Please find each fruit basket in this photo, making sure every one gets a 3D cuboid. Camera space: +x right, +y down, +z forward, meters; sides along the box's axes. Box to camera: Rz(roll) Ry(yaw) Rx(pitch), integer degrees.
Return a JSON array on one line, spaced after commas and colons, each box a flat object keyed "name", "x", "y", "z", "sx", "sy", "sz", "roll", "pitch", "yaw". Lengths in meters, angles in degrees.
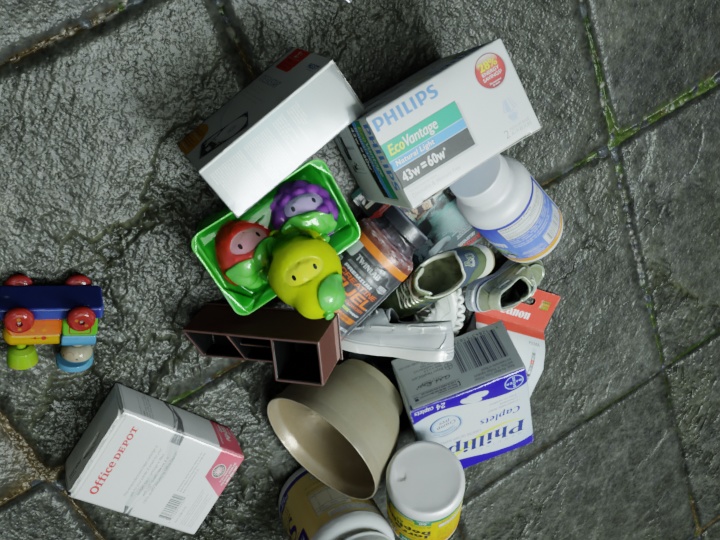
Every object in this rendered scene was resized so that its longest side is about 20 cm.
[{"name": "fruit basket", "x": -0.095, "y": -0.029, "z": 0.981, "sx": 0.215, "sy": 0.216, "sz": 0.156, "roll": -34, "pitch": 121, "yaw": -8}]

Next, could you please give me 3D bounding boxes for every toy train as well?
[{"name": "toy train", "x": -0.427, "y": 0.074, "z": 0.951, "sx": 0.199, "sy": 0.085, "sz": 0.116, "roll": 0, "pitch": 124, "yaw": -24}]

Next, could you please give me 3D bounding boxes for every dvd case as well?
[{"name": "dvd case", "x": 0.094, "y": -0.084, "z": 1.146, "sx": 0.146, "sy": 0.022, "sz": 0.200, "roll": -41, "pitch": 120, "yaw": -3}]

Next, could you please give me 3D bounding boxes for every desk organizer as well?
[{"name": "desk organizer", "x": -0.131, "y": 0.097, "z": 1.026, "sx": 0.199, "sy": 0.077, "sz": 0.072, "roll": 3, "pitch": 115, "yaw": 16}]

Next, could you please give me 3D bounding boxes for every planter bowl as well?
[{"name": "planter bowl", "x": -0.021, "y": 0.218, "z": 1.137, "sx": 0.135, "sy": 0.199, "sz": 0.201, "roll": -46, "pitch": 126, "yaw": -33}]

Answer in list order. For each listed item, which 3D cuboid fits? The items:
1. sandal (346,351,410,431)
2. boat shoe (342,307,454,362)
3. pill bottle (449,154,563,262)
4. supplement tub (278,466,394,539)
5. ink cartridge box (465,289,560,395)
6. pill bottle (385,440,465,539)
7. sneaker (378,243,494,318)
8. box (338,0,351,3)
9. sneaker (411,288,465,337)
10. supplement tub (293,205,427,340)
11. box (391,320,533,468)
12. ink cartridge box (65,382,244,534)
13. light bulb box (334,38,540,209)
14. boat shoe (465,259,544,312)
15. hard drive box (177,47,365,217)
[{"name": "sandal", "x": 0.046, "y": 0.185, "z": 1.220, "sx": 0.075, "sy": 0.048, "sz": 0.201, "roll": -37, "pitch": 121, "yaw": -6}, {"name": "boat shoe", "x": 0.040, "y": 0.089, "z": 1.117, "sx": 0.072, "sy": 0.199, "sz": 0.069, "roll": -3, "pitch": 97, "yaw": -61}, {"name": "pill bottle", "x": 0.208, "y": -0.097, "z": 1.110, "sx": 0.112, "sy": 0.112, "sz": 0.200, "roll": -53, "pitch": 137, "yaw": 4}, {"name": "supplement tub", "x": -0.034, "y": 0.404, "z": 1.185, "sx": 0.144, "sy": 0.200, "sz": 0.146, "roll": -9, "pitch": 114, "yaw": -20}, {"name": "ink cartridge box", "x": 0.250, "y": 0.124, "z": 1.286, "sx": 0.161, "sy": 0.050, "sz": 0.201, "roll": 16, "pitch": 107, "yaw": -29}, {"name": "pill bottle", "x": 0.093, "y": 0.340, "z": 1.130, "sx": 0.112, "sy": 0.113, "sz": 0.200, "roll": -24, "pitch": 148, "yaw": -13}, {"name": "sneaker", "x": 0.089, "y": 0.017, "z": 1.098, "sx": 0.200, "sy": 0.067, "sz": 0.090, "roll": -28, "pitch": 171, "yaw": 31}, {"name": "box", "x": -0.027, "y": -0.456, "z": 0.927, "sx": 0.155, "sy": 0.041, "sz": 0.201, "roll": 26, "pitch": 98, "yaw": -30}, {"name": "sneaker", "x": 0.109, "y": 0.086, "z": 1.182, "sx": 0.081, "sy": 0.075, "sz": 0.201, "roll": -7, "pitch": 119, "yaw": -22}, {"name": "supplement tub", "x": 0.000, "y": 0.000, "z": 1.077, "sx": 0.200, "sy": 0.107, "sz": 0.107, "roll": -45, "pitch": 122, "yaw": 7}, {"name": "box", "x": 0.161, "y": 0.204, "z": 1.182, "sx": 0.183, "sy": 0.105, "sz": 0.201, "roll": -20, "pitch": 134, "yaw": -2}, {"name": "ink cartridge box", "x": -0.291, "y": 0.268, "z": 1.083, "sx": 0.199, "sy": 0.085, "sz": 0.146, "roll": 31, "pitch": 96, "yaw": -33}, {"name": "light bulb box", "x": 0.087, "y": -0.185, "z": 0.984, "sx": 0.198, "sy": 0.200, "sz": 0.125, "roll": -32, "pitch": 105, "yaw": -8}, {"name": "boat shoe", "x": 0.240, "y": 0.027, "z": 1.193, "sx": 0.199, "sy": 0.062, "sz": 0.072, "roll": -24, "pitch": 118, "yaw": -44}, {"name": "hard drive box", "x": -0.114, "y": -0.174, "z": 0.938, "sx": 0.200, "sy": 0.156, "sz": 0.077, "roll": -41, "pitch": 120, "yaw": -5}]
